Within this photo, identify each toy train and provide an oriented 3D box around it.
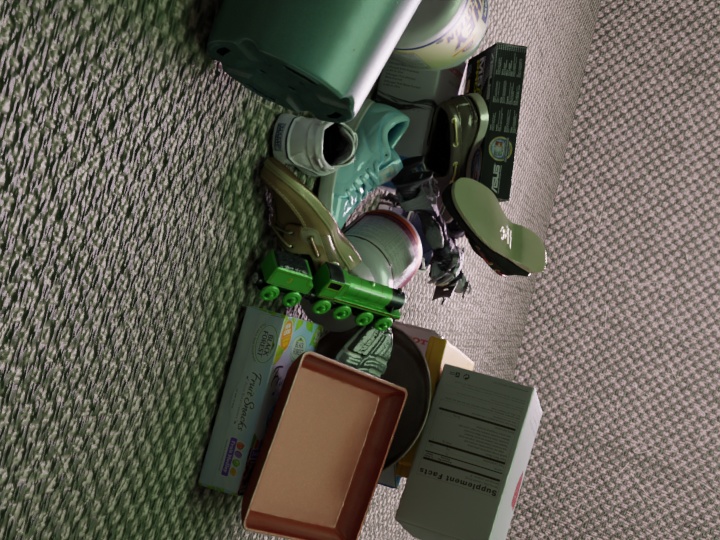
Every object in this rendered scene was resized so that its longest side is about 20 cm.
[{"bbox_3d":[-0.030,0.022,1.356,0.056,0.199,0.042,-50,-139,30],"label":"toy train"}]

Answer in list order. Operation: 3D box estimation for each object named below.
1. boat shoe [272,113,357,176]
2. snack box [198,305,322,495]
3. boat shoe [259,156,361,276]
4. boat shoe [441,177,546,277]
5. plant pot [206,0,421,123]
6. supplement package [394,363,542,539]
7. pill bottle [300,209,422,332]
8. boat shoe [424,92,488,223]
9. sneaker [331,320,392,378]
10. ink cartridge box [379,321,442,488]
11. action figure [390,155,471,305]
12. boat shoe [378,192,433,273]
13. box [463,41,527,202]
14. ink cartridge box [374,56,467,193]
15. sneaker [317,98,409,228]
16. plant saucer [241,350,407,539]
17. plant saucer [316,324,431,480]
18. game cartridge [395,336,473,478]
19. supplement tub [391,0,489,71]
[{"bbox_3d":[-0.036,-0.138,1.364,0.200,0.065,0.074,-21,119,-71],"label":"boat shoe"},{"bbox_3d":[-0.110,0.148,1.366,0.142,0.053,0.202,26,79,-75],"label":"snack box"},{"bbox_3d":[-0.064,-0.046,1.331,0.064,0.071,0.200,-41,138,-3],"label":"boat shoe"},{"bbox_3d":[0.160,-0.049,1.541,0.201,0.063,0.074,36,55,-42],"label":"boat shoe"},{"bbox_3d":[-0.032,-0.253,1.094,0.197,0.199,0.200,-66,162,-9],"label":"plant pot"},{"bbox_3d":[0.136,0.237,1.481,0.121,0.119,0.201,59,48,-65],"label":"supplement package"},{"bbox_3d":[0.000,0.000,1.522,0.200,0.109,0.110,-43,143,-62],"label":"pill bottle"},{"bbox_3d":[0.111,-0.140,1.580,0.059,0.072,0.201,-11,138,-26],"label":"boat shoe"},{"bbox_3d":[-0.048,0.132,1.459,0.075,0.115,0.201,30,89,-43],"label":"sneaker"},{"bbox_3d":[0.013,0.167,1.608,0.084,0.144,0.201,83,26,-49],"label":"ink cartridge box"},{"bbox_3d":[0.100,-0.044,1.550,0.130,0.069,0.201,-83,149,-57],"label":"action figure"},{"bbox_3d":[0.060,-0.005,1.751,0.075,0.092,0.202,-20,122,-71],"label":"boat shoe"},{"bbox_3d":[0.170,-0.191,1.620,0.160,0.044,0.202,-165,-99,-82],"label":"box"},{"bbox_3d":[0.072,-0.205,1.650,0.145,0.083,0.202,5,98,-73],"label":"ink cartridge box"},{"bbox_3d":[0.006,-0.126,1.492,0.074,0.081,0.201,70,36,-61],"label":"sneaker"},{"bbox_3d":[-0.045,0.203,1.362,0.200,0.037,0.201,26,81,-50],"label":"plant saucer"},{"bbox_3d":[0.001,0.160,1.489,0.032,0.199,0.202,34,69,-56],"label":"plant saucer"},{"bbox_3d":[0.096,0.186,1.570,0.200,0.032,0.178,39,65,-69],"label":"game cartridge"},{"bbox_3d":[0.076,-0.322,1.459,0.200,0.144,0.146,7,96,-74],"label":"supplement tub"}]
